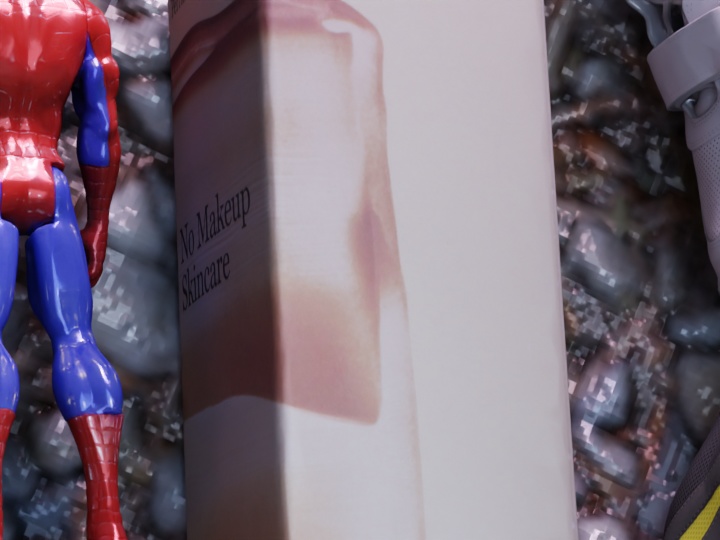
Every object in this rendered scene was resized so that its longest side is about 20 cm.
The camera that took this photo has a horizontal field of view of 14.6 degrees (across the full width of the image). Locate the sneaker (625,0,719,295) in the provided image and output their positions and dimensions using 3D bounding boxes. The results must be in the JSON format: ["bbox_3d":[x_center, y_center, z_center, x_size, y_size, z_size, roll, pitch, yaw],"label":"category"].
[{"bbox_3d":[0.095,-0.088,0.859,0.115,0.075,0.200,11,70,-14],"label":"sneaker"}]

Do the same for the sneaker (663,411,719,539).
[{"bbox_3d":[0.118,0.110,0.824,0.074,0.085,0.200,21,95,-6],"label":"sneaker"}]

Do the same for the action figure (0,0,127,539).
[{"bbox_3d":[-0.098,-0.012,0.795,0.065,0.052,0.200,3,73,-22],"label":"action figure"}]

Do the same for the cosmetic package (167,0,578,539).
[{"bbox_3d":[0.000,0.000,0.795,0.087,0.103,0.200,1,77,-18],"label":"cosmetic package"}]
